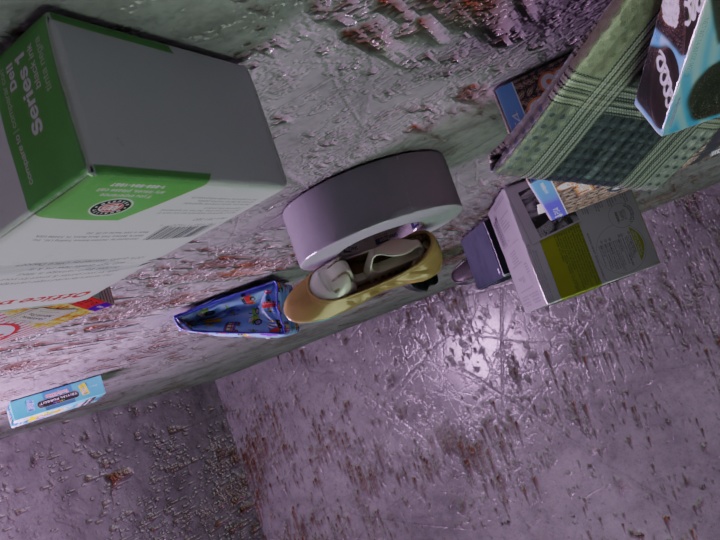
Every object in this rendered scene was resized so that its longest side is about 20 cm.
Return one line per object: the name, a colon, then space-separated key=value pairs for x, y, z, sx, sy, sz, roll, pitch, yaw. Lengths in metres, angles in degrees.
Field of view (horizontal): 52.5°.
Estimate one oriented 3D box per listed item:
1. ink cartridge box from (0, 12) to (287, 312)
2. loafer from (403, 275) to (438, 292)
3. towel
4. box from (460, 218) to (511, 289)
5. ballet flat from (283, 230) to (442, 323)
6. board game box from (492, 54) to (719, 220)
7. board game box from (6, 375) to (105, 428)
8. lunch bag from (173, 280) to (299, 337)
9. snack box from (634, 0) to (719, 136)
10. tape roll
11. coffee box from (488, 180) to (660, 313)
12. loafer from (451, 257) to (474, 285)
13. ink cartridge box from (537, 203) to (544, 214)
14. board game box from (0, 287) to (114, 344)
ink cartridge box: x=-0.168 y=-0.046 z=0.423 sx=0.199 sy=0.085 sz=0.146 roll=-24 pitch=171 yaw=29
loafer: x=0.126 y=0.023 z=1.755 sx=0.072 sy=0.073 sz=0.200 roll=-18 pitch=173 yaw=22
towel: x=0.210 y=-0.135 z=0.518 sx=0.192 sy=0.035 sz=0.200 roll=1 pitch=144 yaw=-30
box: x=0.337 y=-0.056 z=1.519 sx=0.196 sy=0.125 sz=0.200 roll=-20 pitch=173 yaw=-9
ballet flat: x=0.000 y=0.000 z=0.849 sx=0.199 sy=0.069 sz=0.063 roll=-21 pitch=145 yaw=-8
board game box: x=0.246 y=-0.143 z=0.686 sx=0.199 sy=0.097 sz=0.159 roll=-22 pitch=164 yaw=18
board game box: x=-0.710 y=0.306 z=1.702 sx=0.199 sy=0.047 sz=0.151 roll=-15 pitch=171 yaw=-31
lunch bag: x=-0.220 y=0.083 z=1.271 sx=0.199 sy=0.095 sz=0.151 roll=-11 pitch=176 yaw=3
snack box: x=0.232 y=-0.174 z=0.404 sx=0.116 sy=0.037 sz=0.200 roll=-19 pitch=145 yaw=-7
tape roll: x=0.014 y=-0.065 z=0.841 sx=0.199 sy=0.067 sz=0.200 roll=-19 pitch=173 yaw=-2
coffee box: x=0.353 y=-0.059 z=1.241 sx=0.197 sy=0.201 sz=0.200 roll=-20 pitch=173 yaw=0
loafer: x=0.302 y=-0.024 z=1.857 sx=0.072 sy=0.073 sz=0.200 roll=3 pitch=149 yaw=-48
ink cartridge box: x=0.335 y=-0.152 z=1.038 sx=0.199 sy=0.068 sz=0.117 roll=-23 pitch=173 yaw=12
board game box: x=-0.353 y=0.036 z=0.683 sx=0.199 sy=0.047 sz=0.152 roll=-19 pitch=172 yaw=-4
